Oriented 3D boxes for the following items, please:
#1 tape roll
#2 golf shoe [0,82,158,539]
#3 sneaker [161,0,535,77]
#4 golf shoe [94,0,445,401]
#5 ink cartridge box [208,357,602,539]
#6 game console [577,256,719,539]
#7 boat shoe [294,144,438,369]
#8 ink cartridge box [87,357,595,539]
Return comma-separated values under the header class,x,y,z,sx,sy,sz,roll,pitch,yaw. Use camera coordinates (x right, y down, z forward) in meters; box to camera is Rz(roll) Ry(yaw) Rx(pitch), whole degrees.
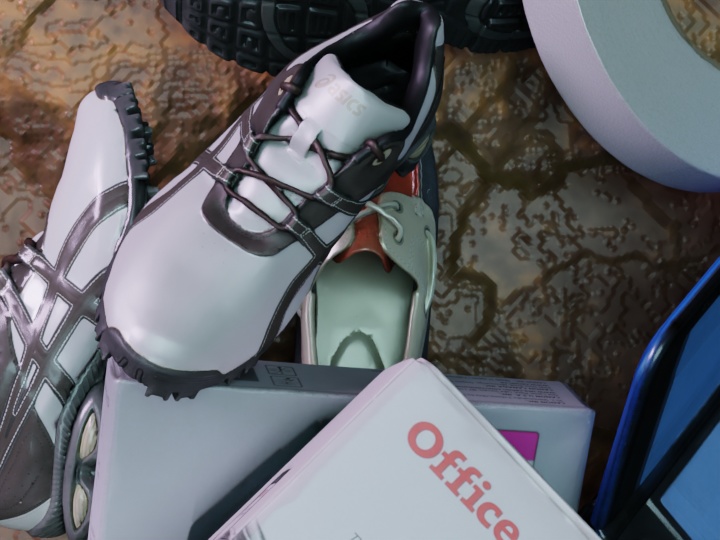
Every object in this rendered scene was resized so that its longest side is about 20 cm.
class,x,y,z,sx,sy,sz,roll,pitch,yaw
tape roll,0.157,-0.135,0.796,0.202,0.037,0.203,4,83,-33
golf shoe,-0.137,0.014,0.775,0.094,0.078,0.201,7,86,-6
sneaker,0.003,-0.141,0.800,0.200,0.076,0.091,-4,54,-21
golf shoe,-0.033,-0.038,0.711,0.078,0.095,0.200,35,57,4
ink cartridge box,-0.005,0.152,0.660,0.200,0.084,0.146,-43,90,-10
game console,0.184,0.061,0.752,0.171,0.118,0.200,50,52,-3
boat shoe,0.000,0.000,0.804,0.071,0.063,0.201,3,86,-4
ink cartridge box,-0.014,0.127,0.753,0.199,0.044,0.174,4,104,-12
